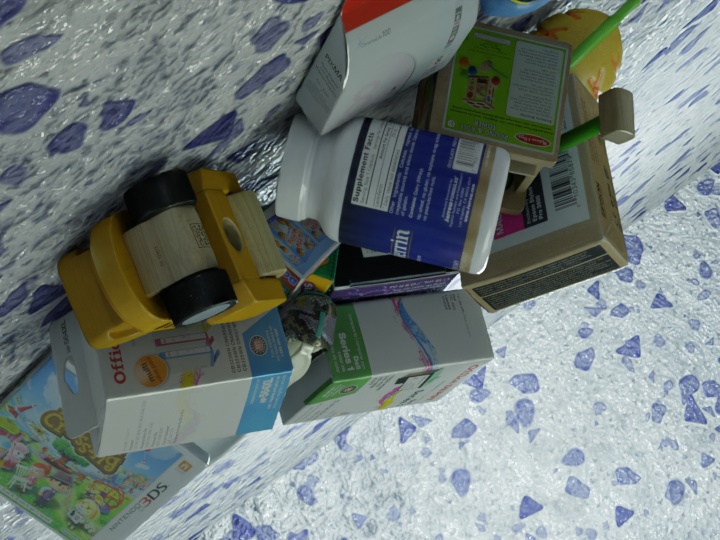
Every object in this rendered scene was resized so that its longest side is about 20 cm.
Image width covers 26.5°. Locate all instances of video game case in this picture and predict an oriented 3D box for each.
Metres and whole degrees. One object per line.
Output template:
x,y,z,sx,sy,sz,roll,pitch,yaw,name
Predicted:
-0.284,0.190,1.549,0.182,0.199,0.022,-42,-157,22,video game case

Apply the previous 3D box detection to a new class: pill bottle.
0.028,-0.074,1.375,0.116,0.197,0.117,13,90,-86,pill bottle

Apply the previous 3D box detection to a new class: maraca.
0.238,-0.237,1.679,0.200,0.107,0.137,-43,-176,-30,maraca

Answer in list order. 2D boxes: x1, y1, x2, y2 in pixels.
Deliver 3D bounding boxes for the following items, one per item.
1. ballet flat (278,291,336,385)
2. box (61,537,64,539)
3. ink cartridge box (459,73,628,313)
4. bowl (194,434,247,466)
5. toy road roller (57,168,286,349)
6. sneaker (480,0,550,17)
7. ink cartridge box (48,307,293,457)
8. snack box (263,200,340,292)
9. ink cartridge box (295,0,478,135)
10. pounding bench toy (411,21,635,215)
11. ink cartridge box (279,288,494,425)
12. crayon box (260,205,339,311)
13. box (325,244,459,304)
-0.086,0.092,1.520,0.072,0.072,0.200,-28,169,-39,ballet flat
-0.287,0.195,1.641,0.200,0.145,0.036,-45,168,30,box
0.176,-0.079,1.579,0.163,0.202,0.075,-20,149,24,ink cartridge box
-0.193,0.118,1.667,0.199,0.091,0.203,-26,-143,21,bowl
-0.165,-0.003,1.308,0.145,0.124,0.200,-26,173,19,toy road roller
0.190,-0.296,1.405,0.199,0.066,0.078,-34,180,-17,sneaker
-0.179,0.080,1.407,0.197,0.130,0.126,-8,152,-19,ink cartridge box
-0.038,-0.058,1.470,0.024,0.072,0.200,-48,180,41,snack box
0.041,-0.211,1.292,0.162,0.057,0.200,-31,172,-30,ink cartridge box
0.154,-0.135,1.491,0.156,0.197,0.126,114,-13,-69,pounding bench toy
0.021,0.091,1.617,0.198,0.085,0.145,-6,160,-28,ink cartridge box
-0.111,0.018,1.532,0.200,0.117,0.059,128,-24,-51,crayon box
0.000,0.000,1.640,0.146,0.106,0.200,-8,160,-19,box
